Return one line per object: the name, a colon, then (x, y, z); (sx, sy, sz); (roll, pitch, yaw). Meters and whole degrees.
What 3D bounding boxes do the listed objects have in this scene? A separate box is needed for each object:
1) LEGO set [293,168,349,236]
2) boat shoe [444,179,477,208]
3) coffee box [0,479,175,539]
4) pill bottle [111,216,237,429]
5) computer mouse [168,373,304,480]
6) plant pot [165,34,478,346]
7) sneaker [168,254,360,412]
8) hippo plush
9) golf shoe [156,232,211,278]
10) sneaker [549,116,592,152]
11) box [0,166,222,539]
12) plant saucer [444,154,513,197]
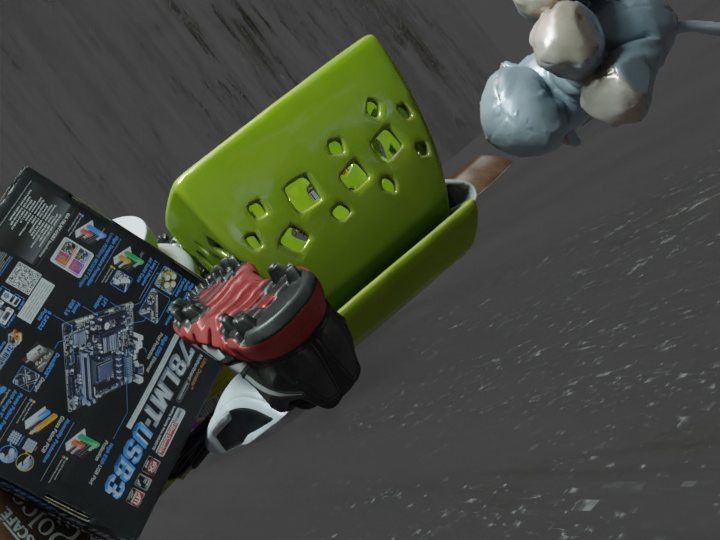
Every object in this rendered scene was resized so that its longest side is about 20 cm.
LEGO set: (-0.020, -0.056, 1.096); (0.116, 0.154, 0.200); (-40, 18, -8)
boat shoe: (0.049, -0.058, 0.966); (0.199, 0.072, 0.066); (-13, -10, -43)
coffee box: (-0.299, 0.166, 0.735); (0.200, 0.200, 0.198); (-35, 6, 37)
pill bottle: (-0.170, 0.048, 0.807); (0.104, 0.200, 0.105); (-15, 41, 14)
computer mouse: (-0.087, 0.100, 0.686); (0.110, 0.044, 0.200); (-40, 3, -38)
plant pot: (-0.029, -0.041, 0.759); (0.200, 0.182, 0.199); (-39, 4, -14)
sneaker: (-0.062, 0.044, 0.597); (0.071, 0.098, 0.200); (-46, 22, -18)
hippo plush: (0.166, -0.184, 0.766); (0.200, 0.160, 0.161); (-42, 5, -37)
golf shoe: (-0.127, 0.020, 0.919); (0.199, 0.077, 0.088); (15, -43, -35)
sneaker: (0.237, -0.217, 0.908); (0.140, 0.078, 0.200); (-35, -16, -31)
box: (-0.205, 0.061, 0.650); (0.050, 0.198, 0.201); (-27, 34, 54)
plant saucer: (0.111, -0.094, 1.206); (0.200, 0.037, 0.200); (-39, 4, 3)
